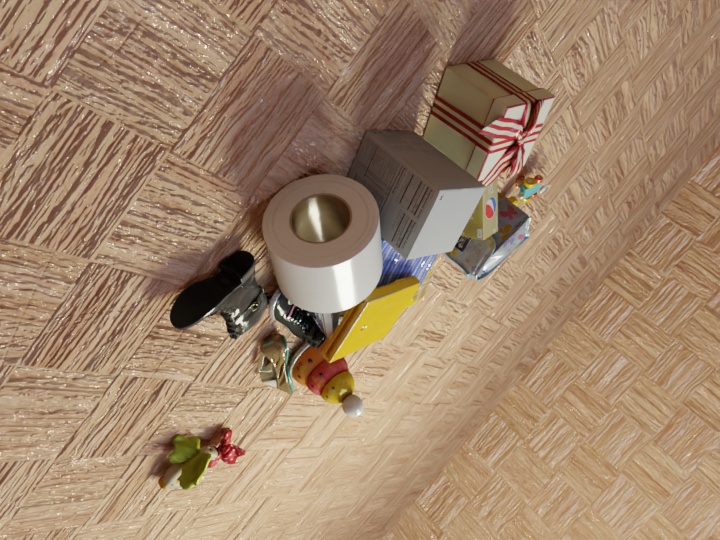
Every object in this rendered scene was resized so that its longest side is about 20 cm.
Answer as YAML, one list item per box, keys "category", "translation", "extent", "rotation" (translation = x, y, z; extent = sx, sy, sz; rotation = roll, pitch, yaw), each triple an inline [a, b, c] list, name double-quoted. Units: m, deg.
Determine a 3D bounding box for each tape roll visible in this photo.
- category: "tape roll"
  translation: [-0.062, -0.047, 1.174]
  extent: [0.202, 0.203, 0.140]
  rotation: [-36, 150, -19]

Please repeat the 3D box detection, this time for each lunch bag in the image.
- category: "lunch bag"
  translation: [0.288, -0.092, 1.632]
  extent: [0.200, 0.170, 0.127]
  rotation: [-41, 153, -10]

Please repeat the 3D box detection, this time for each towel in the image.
- category: "towel"
  translation: [0.083, -0.019, 1.359]
  extent: [0.198, 0.024, 0.146]
  rotation: [-2, 133, -40]

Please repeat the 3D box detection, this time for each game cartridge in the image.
- category: "game cartridge"
  translation: [0.025, 0.095, 1.374]
  extent: [0.199, 0.032, 0.177]
  rotation: [-19, 147, -52]

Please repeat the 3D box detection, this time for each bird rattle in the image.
- category: "bird rattle"
  translation: [-0.365, 0.424, 1.506]
  extent: [0.163, 0.113, 0.200]
  rotation: [-41, 167, 13]

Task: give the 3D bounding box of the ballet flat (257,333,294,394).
- category: "ballet flat"
  translation: [-0.190, 0.214, 1.486]
  extent: [0.071, 0.068, 0.201]
  rotation: [-15, 143, -12]

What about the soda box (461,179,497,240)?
- category: "soda box"
  translation: [0.260, -0.176, 1.484]
  extent: [0.067, 0.063, 0.203]
  rotation: [-28, 123, -43]

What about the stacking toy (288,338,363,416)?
- category: "stacking toy"
  translation: [-0.060, 0.257, 1.564]
  extent: [0.145, 0.200, 0.147]
  rotation: [-33, 149, -23]

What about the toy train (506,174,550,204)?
- category: "toy train"
  translation: [0.421, -0.182, 1.830]
  extent: [0.200, 0.056, 0.150]
  rotation: [-49, 153, 10]

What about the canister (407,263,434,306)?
- category: "canister"
  translation: [0.101, -0.009, 1.496]
  extent: [0.147, 0.087, 0.201]
  rotation: [-26, 147, -30]

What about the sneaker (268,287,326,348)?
- category: "sneaker"
  translation: [-0.118, 0.098, 1.373]
  extent: [0.071, 0.098, 0.200]
  rotation: [-60, 158, -15]

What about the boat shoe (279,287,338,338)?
- category: "boat shoe"
  translation: [-0.101, 0.054, 1.319]
  extent: [0.075, 0.091, 0.202]
  rotation: [-78, 162, -50]

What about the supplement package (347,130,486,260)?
- category: "supplement package"
  translation: [0.094, -0.146, 1.266]
  extent: [0.151, 0.200, 0.152]
  rotation: [-11, 136, -47]

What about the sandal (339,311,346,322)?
- category: "sandal"
  translation: [-0.057, 0.124, 1.566]
  extent: [0.198, 0.054, 0.081]
  rotation: [13, 112, -42]

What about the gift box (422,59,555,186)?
- category: "gift box"
  translation: [0.244, -0.282, 1.315]
  extent: [0.199, 0.187, 0.186]
  rotation: [-26, 145, -35]

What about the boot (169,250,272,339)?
- category: "boot"
  translation: [-0.240, 0.074, 1.216]
  extent: [0.200, 0.069, 0.175]
  rotation: [-42, 152, -25]
